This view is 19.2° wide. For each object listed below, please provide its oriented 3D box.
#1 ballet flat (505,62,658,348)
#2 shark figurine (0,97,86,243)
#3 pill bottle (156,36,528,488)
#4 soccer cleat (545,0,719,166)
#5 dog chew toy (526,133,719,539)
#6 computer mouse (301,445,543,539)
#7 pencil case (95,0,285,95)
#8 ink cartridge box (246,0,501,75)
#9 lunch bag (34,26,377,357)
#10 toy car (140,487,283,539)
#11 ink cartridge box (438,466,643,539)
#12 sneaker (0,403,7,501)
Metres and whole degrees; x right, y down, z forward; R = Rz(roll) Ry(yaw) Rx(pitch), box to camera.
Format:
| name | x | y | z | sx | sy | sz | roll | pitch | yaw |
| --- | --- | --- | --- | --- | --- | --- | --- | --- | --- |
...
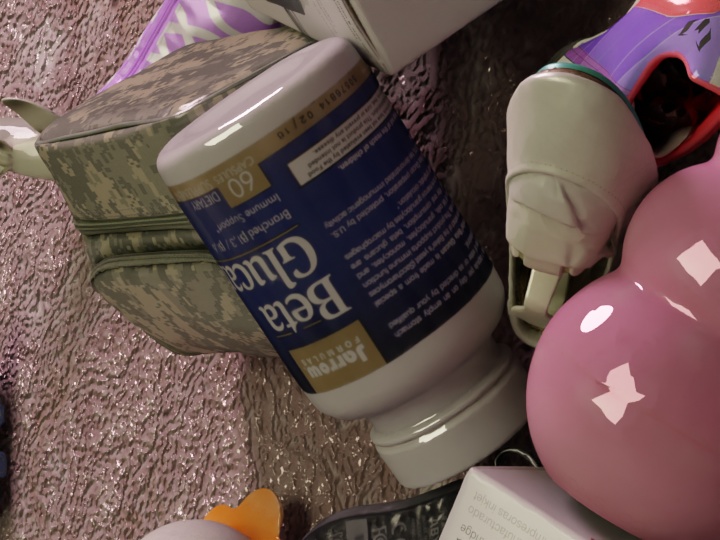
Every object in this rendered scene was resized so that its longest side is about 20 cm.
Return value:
| name | x | y | z | sx | sy | sz | roll | pitch | yaw |
| --- | --- | --- | --- | --- | --- | --- | --- | --- | --- |
| ballet flat | 0.090 | -0.017 | 0.931 | 0.200 | 0.069 | 0.070 | 81 | -176 | -67 |
| shark figurine | -0.219 | -0.104 | 1.424 | 0.090 | 0.213 | 0.129 | -60 | -19 | -49 |
| pill bottle | 0.000 | 0.000 | 1.013 | 0.111 | 0.201 | 0.111 | -32 | 11 | 7 |
| soccer cleat | 0.120 | -0.071 | 0.943 | 0.200 | 0.068 | 0.074 | -46 | 20 | 60 |
| dog chew toy | 0.153 | 0.013 | 0.877 | 0.124 | 0.124 | 0.201 | 37 | 100 | 51 |
| computer mouse | 0.045 | 0.157 | 1.032 | 0.199 | 0.053 | 0.140 | -16 | 67 | 38 |
| pencil case | -0.086 | -0.151 | 1.273 | 0.201 | 0.085 | 0.084 | -57 | 42 | 25 |
| ink cartridge box | 0.016 | -0.185 | 1.067 | 0.145 | 0.085 | 0.200 | -34 | 27 | -10 |
| lunch bag | -0.062 | -0.031 | 1.158 | 0.199 | 0.139 | 0.169 | -3 | 117 | 53 |
| toy car | -0.116 | 0.198 | 1.169 | 0.200 | 0.185 | 0.177 | -49 | 34 | -13 |
| ink cartridge box | 0.082 | 0.205 | 0.897 | 0.145 | 0.083 | 0.201 | 30 | 103 | 36 |
| sneaker | -0.276 | 0.125 | 1.451 | 0.082 | 0.074 | 0.202 | 9 | 93 | 52 |
